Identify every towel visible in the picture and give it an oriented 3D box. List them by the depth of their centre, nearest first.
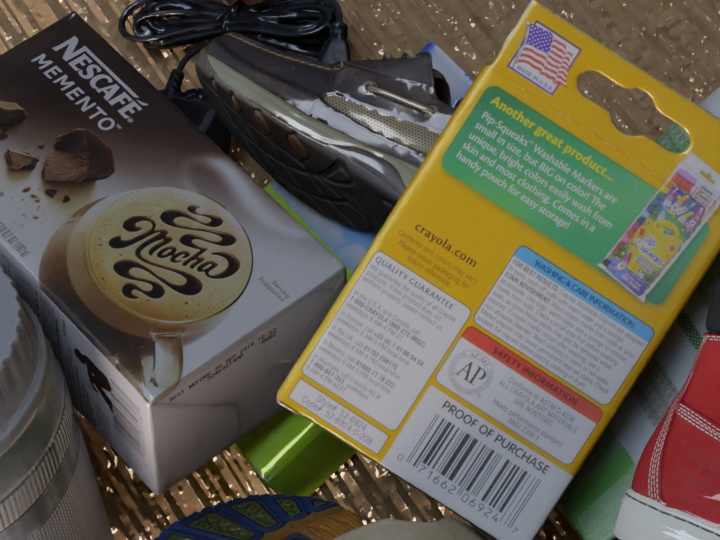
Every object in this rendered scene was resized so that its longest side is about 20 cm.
[{"bbox_3d":[0.146,0.014,1.207,0.200,0.031,0.149,-44,48,18],"label":"towel"}]

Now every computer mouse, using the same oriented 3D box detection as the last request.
[{"bbox_3d":[-0.073,-0.054,1.363,0.140,0.046,0.200,-1,53,24],"label":"computer mouse"}]

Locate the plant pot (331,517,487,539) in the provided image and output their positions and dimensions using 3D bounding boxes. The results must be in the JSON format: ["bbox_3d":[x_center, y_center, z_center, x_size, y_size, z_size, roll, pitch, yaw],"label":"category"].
[{"bbox_3d":[0.041,0.205,1.123,0.200,0.201,0.184,-36,48,0],"label":"plant pot"}]

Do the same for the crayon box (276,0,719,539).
[{"bbox_3d":[0.070,0.002,1.174,0.126,0.052,0.200,33,96,-1],"label":"crayon box"}]

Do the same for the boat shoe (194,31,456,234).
[{"bbox_3d":[0.015,-0.059,1.268,0.200,0.075,0.073,32,69,20],"label":"boat shoe"}]

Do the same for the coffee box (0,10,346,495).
[{"bbox_3d":[-0.111,-0.011,1.255,0.113,0.080,0.200,-34,60,-23],"label":"coffee box"}]

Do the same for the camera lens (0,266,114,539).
[{"bbox_3d":[-0.197,0.106,1.224,0.159,0.200,0.160,-7,40,6],"label":"camera lens"}]

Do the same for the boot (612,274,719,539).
[{"bbox_3d":[0.215,0.078,1.094,0.200,0.072,0.145,24,91,20],"label":"boot"}]

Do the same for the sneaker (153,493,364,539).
[{"bbox_3d":[-0.076,0.172,1.225,0.200,0.088,0.075,-29,37,-34],"label":"sneaker"}]

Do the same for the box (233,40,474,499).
[{"bbox_3d":[0.000,0.000,1.305,0.200,0.048,0.122,-42,60,-4],"label":"box"}]
